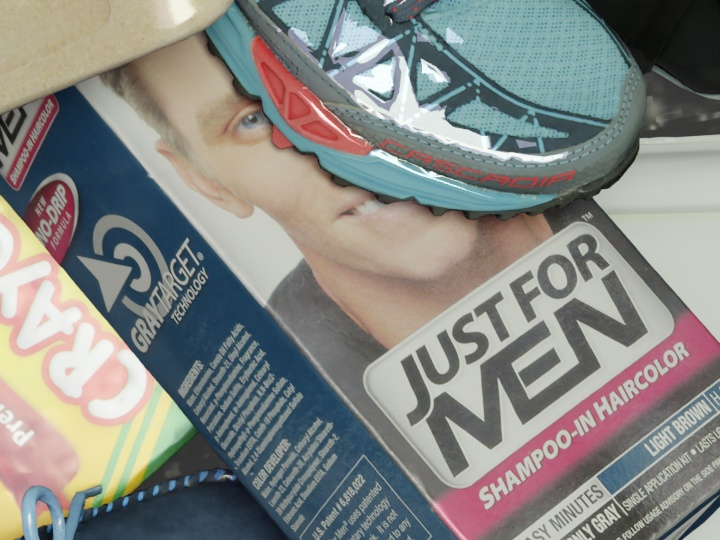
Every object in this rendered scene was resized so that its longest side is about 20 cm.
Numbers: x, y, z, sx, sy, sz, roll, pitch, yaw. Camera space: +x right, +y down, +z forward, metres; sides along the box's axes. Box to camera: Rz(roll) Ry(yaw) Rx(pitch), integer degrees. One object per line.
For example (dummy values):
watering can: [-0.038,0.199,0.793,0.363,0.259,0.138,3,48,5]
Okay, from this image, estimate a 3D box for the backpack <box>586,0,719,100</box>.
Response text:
backpack: [0.087,-0.157,0.764,0.177,0.200,0.151,35,67,0]

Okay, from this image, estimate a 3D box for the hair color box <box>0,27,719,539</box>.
hair color box: [0.000,0.000,0.742,0.100,0.061,0.200,-34,77,-35]

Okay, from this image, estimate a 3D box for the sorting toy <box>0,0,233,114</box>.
sorting toy: [-0.140,-0.112,0.697,0.199,0.036,0.186,-20,90,19]

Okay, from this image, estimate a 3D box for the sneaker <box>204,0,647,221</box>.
sneaker: [-0.008,-0.095,0.697,0.200,0.096,0.079,42,56,2]

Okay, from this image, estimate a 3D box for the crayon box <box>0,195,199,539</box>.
crayon box: [-0.122,0.031,0.821,0.200,0.051,0.127,-42,91,-2]

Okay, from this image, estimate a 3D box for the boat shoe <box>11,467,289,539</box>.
boat shoe: [-0.089,0.109,0.737,0.084,0.069,0.200,42,59,19]

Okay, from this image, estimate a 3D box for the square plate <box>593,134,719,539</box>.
square plate: [0.084,0.060,0.792,0.197,0.028,0.201,-2,82,24]
